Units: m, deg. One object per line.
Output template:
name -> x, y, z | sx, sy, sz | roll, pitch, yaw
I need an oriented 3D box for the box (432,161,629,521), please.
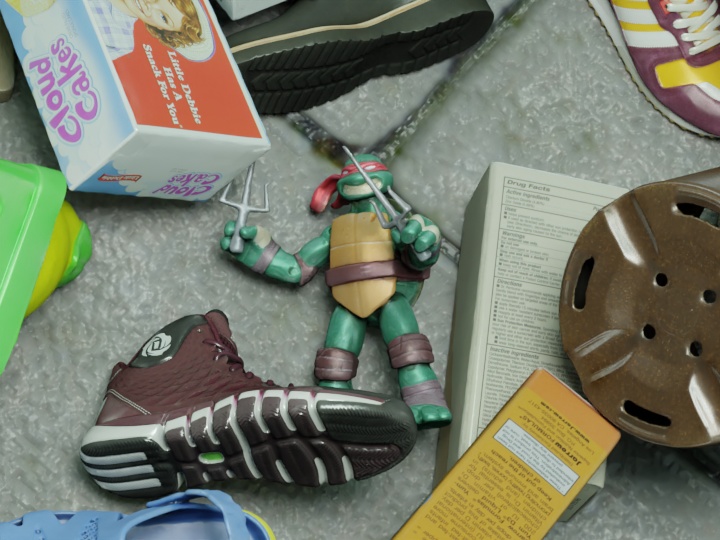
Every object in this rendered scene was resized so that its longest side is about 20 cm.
box -> 0.105, 0.043, 1.525 | 0.095, 0.078, 0.200 | 12, 66, -7

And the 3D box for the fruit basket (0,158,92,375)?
fruit basket -> -0.246, -0.003, 1.433 | 0.215, 0.216, 0.156 | 19, 72, -4

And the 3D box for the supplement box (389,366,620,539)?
supplement box -> 0.063, 0.142, 1.367 | 0.069, 0.067, 0.200 | 39, 47, 4

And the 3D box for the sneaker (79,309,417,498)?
sneaker -> -0.064, 0.065, 1.456 | 0.200, 0.076, 0.116 | -5, 46, 11

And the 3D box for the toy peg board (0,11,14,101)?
toy peg board -> -0.315, -0.214, 1.530 | 0.199, 0.098, 0.200 | -1, 69, -12

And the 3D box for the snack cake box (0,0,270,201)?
snack cake box -> -0.147, -0.144, 1.498 | 0.115, 0.067, 0.200 | 5, 55, -50

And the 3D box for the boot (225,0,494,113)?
boot -> -0.031, -0.186, 1.601 | 0.200, 0.077, 0.138 | -16, 66, -30

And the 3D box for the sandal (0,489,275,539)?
sandal -> -0.141, 0.163, 1.419 | 0.200, 0.087, 0.080 | -11, 73, -14

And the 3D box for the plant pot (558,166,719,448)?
plant pot -> 0.227, 0.018, 1.453 | 0.198, 0.200, 0.200 | -5, 64, -54

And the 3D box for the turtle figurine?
turtle figurine -> 0.000, 0.000, 1.500 | 0.101, 0.150, 0.200 | 5, 75, -51

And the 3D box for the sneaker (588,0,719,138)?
sneaker -> 0.205, -0.177, 1.630 | 0.075, 0.090, 0.200 | -33, 78, -22

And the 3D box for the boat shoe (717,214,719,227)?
boat shoe -> 0.278, 0.030, 1.569 | 0.075, 0.075, 0.203 | -13, 71, -17

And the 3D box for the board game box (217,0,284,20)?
board game box -> -0.065, -0.266, 1.589 | 0.147, 0.064, 0.200 | -24, 53, -20
